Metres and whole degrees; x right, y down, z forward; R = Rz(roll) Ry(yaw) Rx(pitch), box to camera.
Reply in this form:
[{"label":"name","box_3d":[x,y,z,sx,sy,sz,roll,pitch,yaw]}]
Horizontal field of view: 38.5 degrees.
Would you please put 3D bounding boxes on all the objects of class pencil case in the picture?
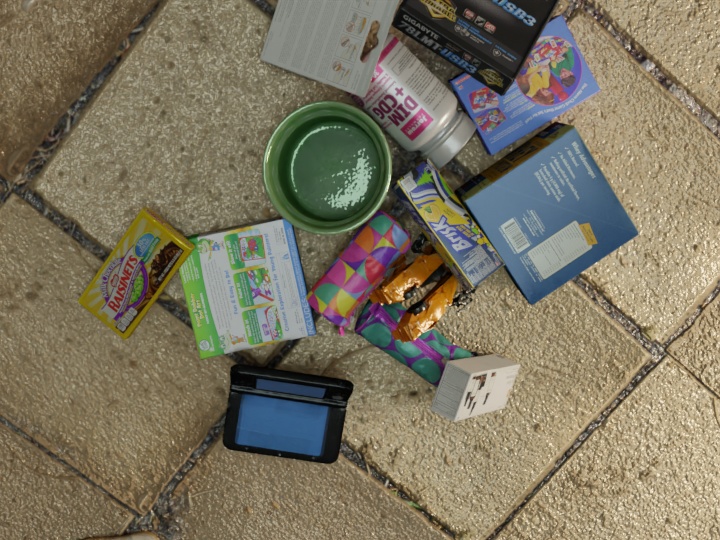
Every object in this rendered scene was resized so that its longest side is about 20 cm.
[{"label":"pencil case","box_3d":[0.087,0.116,1.667,0.199,0.092,0.085,34,80,-7]},{"label":"pencil case","box_3d":[0.000,0.000,1.641,0.088,0.088,0.201,36,94,-8]}]

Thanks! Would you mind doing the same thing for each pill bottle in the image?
[{"label":"pill bottle","box_3d":[0.076,-0.257,1.583,0.200,0.113,0.113,42,97,-9]}]

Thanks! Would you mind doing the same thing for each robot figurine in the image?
[{"label":"robot figurine","box_3d":[0.106,0.016,1.625,0.200,0.058,0.146,-41,106,-37]}]

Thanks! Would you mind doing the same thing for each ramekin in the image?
[{"label":"ramekin","box_3d":[-0.045,-0.155,1.590,0.198,0.098,0.202,0,92,8]}]

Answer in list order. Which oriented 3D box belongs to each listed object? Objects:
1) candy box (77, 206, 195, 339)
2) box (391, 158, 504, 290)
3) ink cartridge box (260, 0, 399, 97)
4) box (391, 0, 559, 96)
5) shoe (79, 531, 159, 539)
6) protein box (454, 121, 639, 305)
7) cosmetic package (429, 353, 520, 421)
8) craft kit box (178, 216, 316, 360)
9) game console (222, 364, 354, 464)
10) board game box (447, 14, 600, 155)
[{"label":"candy box","box_3d":[-0.359,0.006,1.642,0.102,0.026,0.200,39,109,1]},{"label":"box","box_3d":[0.132,-0.070,1.579,0.064,0.070,0.201,-35,90,-8]},{"label":"ink cartridge box","box_3d":[-0.042,-0.361,1.548,0.199,0.057,0.164,24,100,21]},{"label":"box","box_3d":[0.175,-0.386,1.528,0.199,0.050,0.199,32,61,0]},{"label":"shoe","box_3d":[-0.440,0.489,1.742,0.198,0.053,0.070,-16,101,1]},{"label":"protein box","box_3d":[0.288,-0.092,1.613,0.199,0.135,0.199,-34,100,5]},{"label":"cosmetic package","box_3d":[0.186,0.184,1.635,0.050,0.200,0.083,26,103,28]},{"label":"craft kit box","box_3d":[-0.186,0.027,1.667,0.196,0.049,0.202,-12,101,-2]},{"label":"game console","box_3d":[-0.121,0.236,1.677,0.198,0.176,0.117,8,72,-4]},{"label":"board game box","box_3d":[0.256,-0.290,1.618,0.199,0.045,0.135,-30,100,4]}]
